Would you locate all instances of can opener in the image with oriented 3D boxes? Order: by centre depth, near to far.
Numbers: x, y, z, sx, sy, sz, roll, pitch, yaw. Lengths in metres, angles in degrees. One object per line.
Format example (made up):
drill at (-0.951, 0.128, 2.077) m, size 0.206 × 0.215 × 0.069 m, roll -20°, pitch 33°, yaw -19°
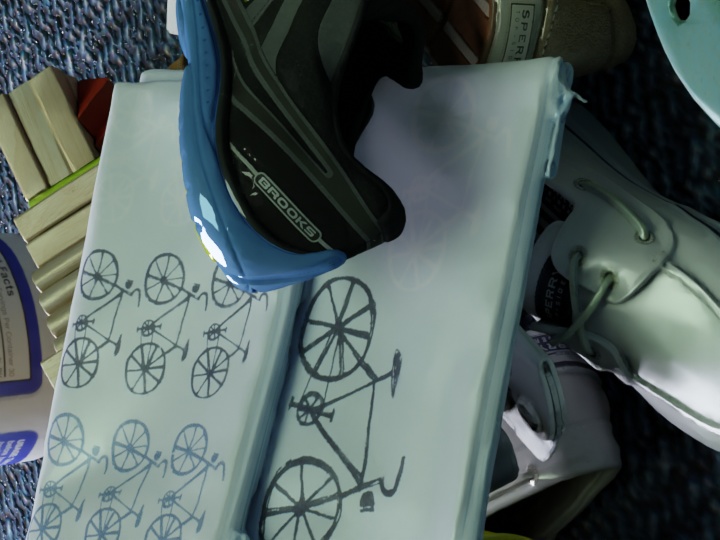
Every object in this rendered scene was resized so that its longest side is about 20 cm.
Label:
can opener at (0.000, 0.000, 0.921) m, size 0.200 × 0.067 × 0.053 m, roll 46°, pitch 155°, yaw 35°

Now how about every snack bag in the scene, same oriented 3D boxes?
snack bag at (-0.025, 0.018, 0.896) m, size 0.200 × 0.021 × 0.189 m, roll 2°, pitch 76°, yaw 39°

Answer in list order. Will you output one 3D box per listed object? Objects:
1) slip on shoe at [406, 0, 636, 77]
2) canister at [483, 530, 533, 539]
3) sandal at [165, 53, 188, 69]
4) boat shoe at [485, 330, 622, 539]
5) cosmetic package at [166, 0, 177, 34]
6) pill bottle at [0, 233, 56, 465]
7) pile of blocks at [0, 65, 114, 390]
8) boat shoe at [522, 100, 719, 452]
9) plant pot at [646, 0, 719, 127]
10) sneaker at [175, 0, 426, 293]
slip on shoe at (0.036, -0.132, 0.963) m, size 0.200 × 0.061 × 0.076 m, roll -124°, pitch 38°, yaw -50°
canister at (0.028, 0.168, 0.949) m, size 0.087 × 0.149 × 0.200 m, roll -57°, pitch 16°, yaw -25°
sandal at (-0.054, -0.068, 1.098) m, size 0.200 × 0.082 × 0.055 m, roll -3°, pitch 103°, yaw 56°
boat shoe at (0.038, 0.099, 0.990) m, size 0.200 × 0.072 × 0.066 m, roll -50°, pitch 52°, yaw 43°
cosmetic package at (-0.038, -0.192, 1.087) m, size 0.083 × 0.051 × 0.200 m, roll 26°, pitch 116°, yaw 59°
pill bottle at (-0.200, 0.040, 1.249) m, size 0.112 × 0.200 × 0.112 m, roll 14°, pitch 107°, yaw 57°
pile of blocks at (-0.088, -0.006, 1.034) m, size 0.062 × 0.082 × 0.200 m, roll -31°, pitch 46°, yaw 14°
boat shoe at (0.083, 0.006, 0.896) m, size 0.200 × 0.067 × 0.074 m, roll 43°, pitch 131°, yaw 48°
plant pot at (0.166, -0.094, 0.649) m, size 0.201 × 0.161 × 0.201 m, roll 12°, pitch 104°, yaw 58°
sneaker at (-0.020, -0.087, 0.884) m, size 0.071 × 0.083 × 0.200 m, roll 65°, pitch -163°, yaw -63°
